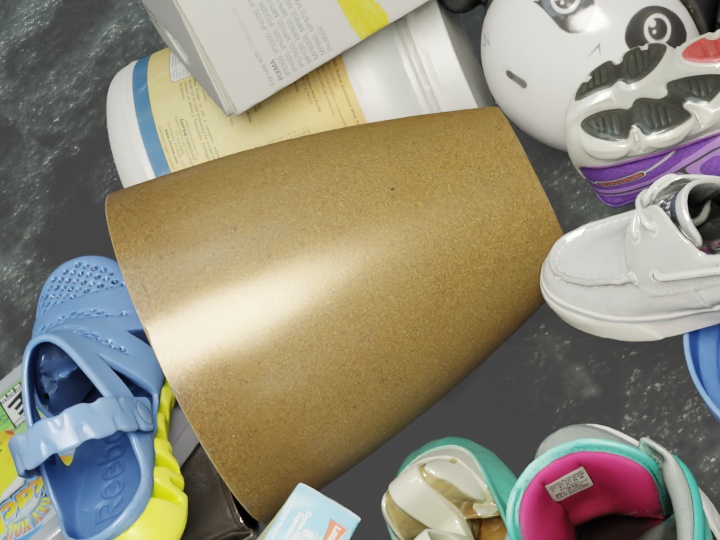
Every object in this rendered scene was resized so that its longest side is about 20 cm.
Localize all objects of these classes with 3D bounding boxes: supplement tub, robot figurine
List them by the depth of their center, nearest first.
[{"bbox_3d":[0.135,-0.155,1.001,0.150,0.125,0.200,-16,38,34],"label":"robot figurine"},{"bbox_3d":[-0.030,-0.084,1.057,0.199,0.145,0.145,-21,38,10],"label":"supplement tub"}]

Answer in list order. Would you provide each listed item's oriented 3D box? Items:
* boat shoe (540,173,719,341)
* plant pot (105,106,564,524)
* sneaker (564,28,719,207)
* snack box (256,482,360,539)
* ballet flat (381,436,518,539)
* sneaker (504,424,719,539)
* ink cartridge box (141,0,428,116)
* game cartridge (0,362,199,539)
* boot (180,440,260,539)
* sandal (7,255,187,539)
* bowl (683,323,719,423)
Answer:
[{"bbox_3d":[0.156,-0.013,0.807,0.200,0.069,0.072,2,53,45],"label":"boat shoe"},{"bbox_3d":[0.000,0.000,0.935,0.199,0.187,0.187,-27,35,3],"label":"plant pot"},{"bbox_3d":[0.202,-0.080,0.909,0.199,0.084,0.081,-11,51,13],"label":"sneaker"},{"bbox_3d":[-0.073,0.200,0.836,0.200,0.037,0.116,-58,0,-23],"label":"snack box"},{"bbox_3d":[0.046,0.125,0.828,0.067,0.070,0.200,-36,34,8],"label":"ballet flat"},{"bbox_3d":[0.099,0.104,0.755,0.084,0.121,0.200,-39,34,3],"label":"sneaker"},{"bbox_3d":[-0.021,-0.186,0.977,0.200,0.084,0.145,-32,33,-6],"label":"ink cartridge box"},{"bbox_3d":[-0.183,0.117,0.976,0.200,0.041,0.133,-41,44,-5],"label":"game cartridge"},{"bbox_3d":[-0.140,0.126,1.013,0.174,0.069,0.200,-38,45,6],"label":"boot"},{"bbox_3d":[-0.134,0.056,0.910,0.079,0.087,0.200,-30,40,9],"label":"sandal"},{"bbox_3d":[0.239,0.010,0.797,0.200,0.039,0.201,-25,37,21],"label":"bowl"}]
